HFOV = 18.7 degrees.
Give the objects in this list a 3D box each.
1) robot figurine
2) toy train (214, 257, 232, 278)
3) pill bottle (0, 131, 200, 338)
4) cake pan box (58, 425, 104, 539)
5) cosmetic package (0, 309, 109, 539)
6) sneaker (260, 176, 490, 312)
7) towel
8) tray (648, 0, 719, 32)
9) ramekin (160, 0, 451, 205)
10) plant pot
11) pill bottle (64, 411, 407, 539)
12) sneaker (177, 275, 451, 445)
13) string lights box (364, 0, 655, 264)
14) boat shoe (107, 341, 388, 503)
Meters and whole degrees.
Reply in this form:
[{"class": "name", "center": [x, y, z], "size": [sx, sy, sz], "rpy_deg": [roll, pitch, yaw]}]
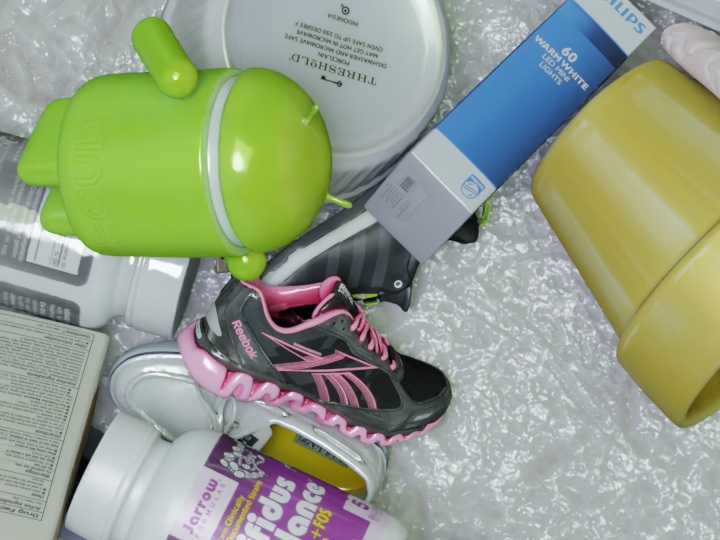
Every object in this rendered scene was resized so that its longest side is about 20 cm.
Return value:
[{"class": "robot figurine", "center": [-0.107, -0.066, 1.353], "size": [0.200, 0.176, 0.116], "rpy_deg": [-1, 42, 21]}, {"class": "toy train", "center": [-0.094, -0.091, 1.507], "size": [0.034, 0.046, 0.200], "rpy_deg": [-3, 84, -20]}, {"class": "pill bottle", "center": [-0.209, -0.026, 1.466], "size": [0.200, 0.114, 0.114], "rpy_deg": [16, 87, -1]}, {"class": "cake pan box", "center": [-0.227, 0.178, 1.434], "size": [0.184, 0.052, 0.200], "rpy_deg": [18, 43, -1]}, {"class": "cosmetic package", "center": [-0.232, 0.121, 1.401], "size": [0.105, 0.071, 0.200], "rpy_deg": [14, 43, -2]}, {"class": "sneaker", "center": [0.000, 0.000, 1.491], "size": [0.200, 0.072, 0.083], "rpy_deg": [-35, 89, -3]}, {"class": "towel", "center": [0.312, -0.094, 1.415], "size": [0.191, 0.200, 0.032], "rpy_deg": [16, 108, -27]}, {"class": "tray", "center": [0.185, -0.202, 1.492], "size": [0.200, 0.107, 0.022], "rpy_deg": [23, 100, 0]}, {"class": "ramekin", "center": [-0.031, -0.146, 1.460], "size": [0.202, 0.094, 0.203], "rpy_deg": [3, 82, -19]}, {"class": "plant pot", "center": [0.220, -0.031, 1.447], "size": [0.201, 0.201, 0.189], "rpy_deg": [-42, 74, -3]}, {"class": "pill bottle", "center": [-0.080, 0.168, 1.380], "size": [0.200, 0.112, 0.112], "rpy_deg": [25, 86, 1]}, {"class": "sneaker", "center": [-0.017, 0.051, 1.450], "size": [0.200, 0.079, 0.095], "rpy_deg": [16, 119, -27]}, {"class": "string lights box", "center": [0.099, -0.103, 1.451], "size": [0.059, 0.103, 0.200], "rpy_deg": [45, 65, 1]}, {"class": "boat shoe", "center": [-0.080, 0.115, 1.468], "size": [0.202, 0.086, 0.075], "rpy_deg": [25, 110, -3]}]
